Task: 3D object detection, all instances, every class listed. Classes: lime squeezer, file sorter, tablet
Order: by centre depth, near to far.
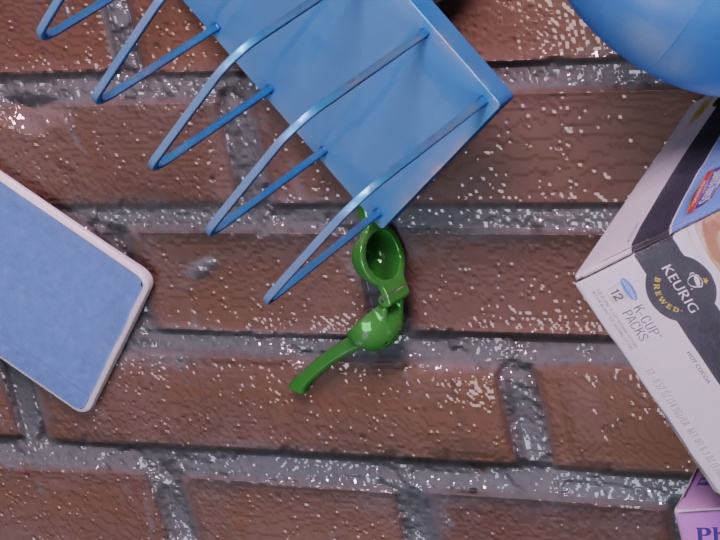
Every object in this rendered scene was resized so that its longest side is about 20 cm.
[{"bbox_3d":[-0.052,-0.106,1.126,0.200,0.123,0.139,49,141,4],"label":"file sorter"},{"bbox_3d":[0.000,0.000,1.254,0.071,0.038,0.201,42,136,42],"label":"lime squeezer"},{"bbox_3d":[-0.232,-0.007,1.373,0.200,0.014,0.130,34,127,5],"label":"tablet"}]

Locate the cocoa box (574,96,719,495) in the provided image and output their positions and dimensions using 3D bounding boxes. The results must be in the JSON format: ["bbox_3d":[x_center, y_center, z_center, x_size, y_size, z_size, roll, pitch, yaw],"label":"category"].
[{"bbox_3d":[0.214,-0.014,1.025,0.131,0.200,0.134,-27,103,35],"label":"cocoa box"}]

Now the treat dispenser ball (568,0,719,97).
[{"bbox_3d":[0.174,-0.176,0.953,0.200,0.201,0.202,12,122,20],"label":"treat dispenser ball"}]

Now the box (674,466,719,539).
[{"bbox_3d":[0.252,0.160,1.121,0.096,0.176,0.201,-6,114,29],"label":"box"}]

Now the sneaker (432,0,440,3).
[{"bbox_3d":[0.041,-0.213,1.077,0.076,0.081,0.201,25,128,10],"label":"sneaker"}]
